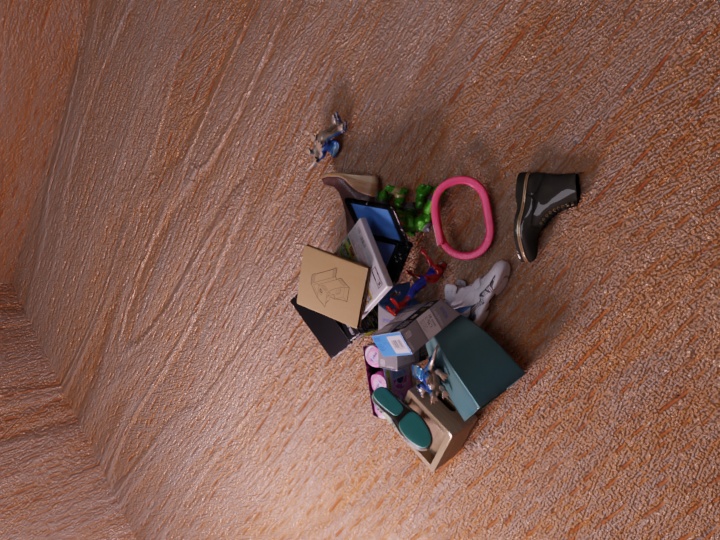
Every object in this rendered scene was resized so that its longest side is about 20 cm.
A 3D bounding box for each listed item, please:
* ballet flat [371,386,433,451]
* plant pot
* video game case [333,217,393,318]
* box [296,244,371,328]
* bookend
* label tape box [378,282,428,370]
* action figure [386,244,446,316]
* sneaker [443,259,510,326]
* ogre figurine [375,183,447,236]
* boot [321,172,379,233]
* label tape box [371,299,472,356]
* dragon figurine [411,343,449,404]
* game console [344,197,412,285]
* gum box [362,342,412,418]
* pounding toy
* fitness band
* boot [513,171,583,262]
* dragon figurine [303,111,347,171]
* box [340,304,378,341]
[{"bbox_3d":[0.106,0.369,1.450,0.200,0.074,0.075,47,122,31],"label":"ballet flat"},{"bbox_3d":[0.250,0.215,1.367,0.201,0.141,0.142,53,162,18],"label":"plant pot"},{"bbox_3d":[0.000,0.000,1.486,0.182,0.023,0.201,-50,53,47],"label":"video game case"},{"bbox_3d":[-0.072,0.040,1.486,0.199,0.021,0.165,20,110,28],"label":"box"},{"bbox_3d":[-0.058,0.111,1.636,0.092,0.198,0.201,-42,81,35],"label":"bookend"},{"bbox_3d":[0.111,0.139,1.500,0.063,0.144,0.202,5,99,39],"label":"label tape box"},{"bbox_3d":[0.130,0.016,1.452,0.099,0.199,0.065,49,150,13],"label":"action figure"},{"bbox_3d":[0.271,0.042,1.409,0.115,0.075,0.201,38,121,27],"label":"sneaker"},{"bbox_3d":[0.123,-0.154,1.500,0.198,0.098,0.121,3,82,17],"label":"ogre figurine"},{"bbox_3d":[-0.035,-0.187,1.636,0.199,0.072,0.168,11,101,35],"label":"boot"},{"bbox_3d":[0.141,0.117,1.363,0.064,0.199,0.144,58,153,-6],"label":"label tape box"},{"bbox_3d":[0.157,0.239,1.361,0.099,0.058,0.201,47,157,54],"label":"dragon figurine"},{"bbox_3d":[0.022,-0.075,1.488,0.199,0.118,0.174,18,83,50],"label":"game console"},{"bbox_3d":[0.077,0.290,1.577,0.066,0.113,0.202,-8,91,40],"label":"gum box"},{"bbox_3d":[0.190,0.356,1.498,0.200,0.142,0.185,43,135,30],"label":"pounding toy"},{"bbox_3d":[0.245,-0.125,1.406,0.142,0.037,0.202,-9,95,16],"label":"fitness band"},{"bbox_3d":[0.412,-0.117,1.278,0.137,0.077,0.202,2,98,35],"label":"boot"},{"bbox_3d":[-0.099,-0.353,1.667,0.059,0.099,0.201,48,142,21],"label":"dragon figurine"},{"bbox_3d":[-0.011,0.082,1.594,0.044,0.160,0.201,-40,72,34],"label":"box"}]
